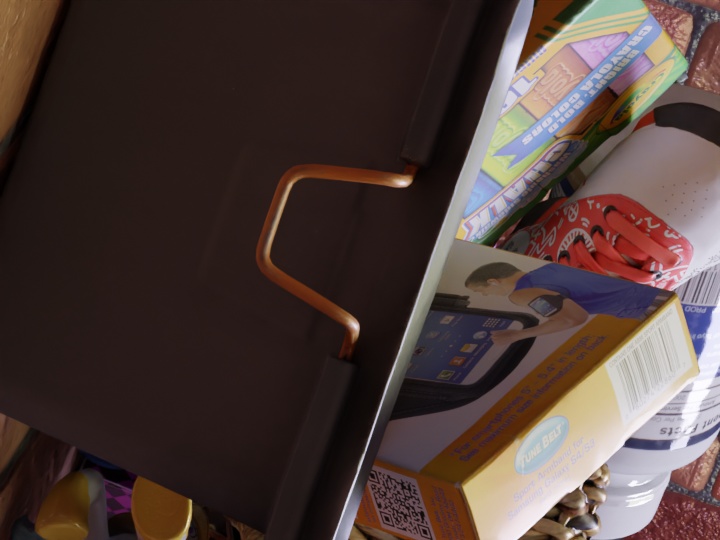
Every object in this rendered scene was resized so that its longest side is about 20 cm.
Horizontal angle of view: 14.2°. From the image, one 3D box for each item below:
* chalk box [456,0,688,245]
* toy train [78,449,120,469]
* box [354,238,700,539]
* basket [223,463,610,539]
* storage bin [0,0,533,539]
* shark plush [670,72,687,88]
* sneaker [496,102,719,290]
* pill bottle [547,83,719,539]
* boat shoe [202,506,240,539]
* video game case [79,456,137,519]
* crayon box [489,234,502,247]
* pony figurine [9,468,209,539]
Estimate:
[{"bbox_3d":[0.039,-0.095,1.122,0.124,0.125,0.200,-42,164,7],"label":"chalk box"},{"bbox_3d":[-0.100,0.051,1.146,0.200,0.034,0.046,85,27,-80],"label":"toy train"},{"bbox_3d":[0.008,0.035,1.039,0.119,0.200,0.042,-39,127,-31],"label":"box"},{"bbox_3d":[0.006,0.126,1.161,0.200,0.143,0.149,131,-24,-87],"label":"basket"},{"bbox_3d":[-0.041,-0.014,0.894,0.146,0.134,0.200,63,45,-85],"label":"storage bin"},{"bbox_3d":[0.093,-0.174,1.316,0.200,0.083,0.091,67,21,8],"label":"shark plush"},{"bbox_3d":[0.094,0.009,1.161,0.108,0.067,0.201,-55,-171,-24],"label":"sneaker"},{"bbox_3d":[0.127,0.023,1.332,0.111,0.111,0.200,-65,173,-57],"label":"pill bottle"},{"bbox_3d":[-0.043,0.122,1.289,0.200,0.070,0.070,-34,159,-24],"label":"boat shoe"},{"bbox_3d":[-0.088,0.063,1.366,0.200,0.036,0.181,103,9,-62],"label":"video game case"},{"bbox_3d":[0.001,-0.035,1.254,0.200,0.126,0.052,-55,135,-48],"label":"crayon box"},{"bbox_3d":[-0.086,0.161,1.118,0.200,0.166,0.193,58,34,-84],"label":"pony figurine"}]
